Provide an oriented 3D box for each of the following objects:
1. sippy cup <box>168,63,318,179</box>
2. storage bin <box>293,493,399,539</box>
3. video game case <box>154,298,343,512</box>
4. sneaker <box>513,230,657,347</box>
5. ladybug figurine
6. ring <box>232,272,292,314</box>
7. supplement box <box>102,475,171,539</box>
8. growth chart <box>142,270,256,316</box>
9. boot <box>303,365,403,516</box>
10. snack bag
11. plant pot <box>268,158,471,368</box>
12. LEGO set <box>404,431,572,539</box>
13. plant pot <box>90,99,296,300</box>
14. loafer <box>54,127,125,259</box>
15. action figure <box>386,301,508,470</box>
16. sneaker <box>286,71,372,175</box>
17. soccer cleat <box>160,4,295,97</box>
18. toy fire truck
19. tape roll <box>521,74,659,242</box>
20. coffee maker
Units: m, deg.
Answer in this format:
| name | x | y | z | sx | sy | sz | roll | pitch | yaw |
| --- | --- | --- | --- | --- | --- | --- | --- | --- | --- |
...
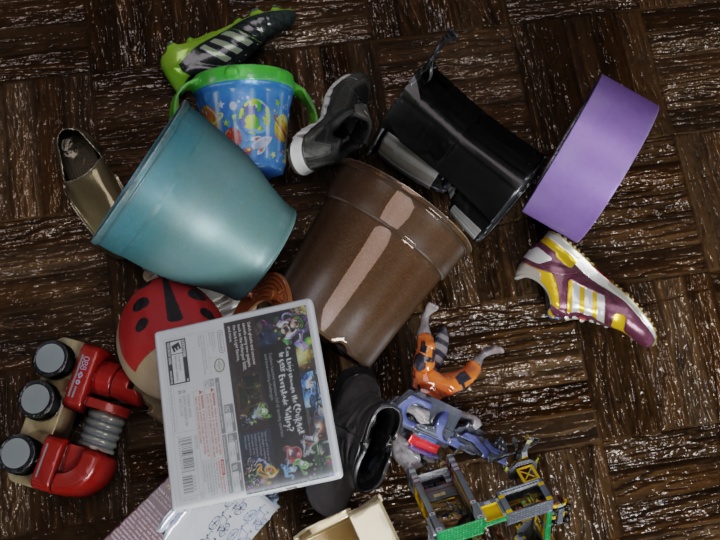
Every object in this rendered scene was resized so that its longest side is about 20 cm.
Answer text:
| name | x | y | z | sx | sy | sz | roll | pitch | yaw |
| --- | --- | --- | --- | --- | --- | --- | --- | --- | --- |
| sippy cup | -0.150 | -0.187 | 1.284 | 0.177 | 0.140 | 0.131 | -5 | 85 | 10 |
| storage bin | 0.013 | 0.367 | 1.094 | 0.093 | 0.199 | 0.201 | -22 | 76 | -14 |
| video game case | -0.123 | 0.142 | 1.054 | 0.181 | 0.023 | 0.201 | -13 | 66 | 3 |
| sneaker | 0.292 | 0.043 | 1.278 | 0.200 | 0.075 | 0.090 | 44 | 93 | 8 |
| ladybug figurine | -0.224 | 0.071 | 1.172 | 0.135 | 0.072 | 0.200 | -11 | 40 | -20 |
| ring | -0.136 | 0.097 | 1.168 | 0.019 | 0.200 | 0.202 | 19 | 71 | -27 |
| supplement box | -0.256 | 0.320 | 1.136 | 0.061 | 0.109 | 0.200 | 43 | 77 | 10 |
| growth chart | -0.217 | -0.012 | 1.281 | 0.144 | 0.018 | 0.201 | -14 | 75 | -7 |
| boot | -0.013 | 0.221 | 1.133 | 0.069 | 0.132 | 0.201 | 6 | 108 | -17 |
| snack bag | -0.128 | 0.245 | 1.126 | 0.021 | 0.189 | 0.200 | 33 | 75 | 28 |
| plant pot | 0.000 | 0.000 | 1.210 | 0.200 | 0.200 | 0.199 | 35 | 82 | 6 |
| LEGO set | 0.136 | 0.281 | 1.166 | 0.199 | 0.154 | 0.116 | -20 | 42 | -6 |
| plant pot | -0.188 | -0.066 | 1.175 | 0.188 | 0.200 | 0.201 | 35 | 74 | -16 |
| loafer | -0.345 | -0.102 | 1.269 | 0.076 | 0.067 | 0.200 | -34 | 75 | -3 |
| action figure | 0.104 | 0.167 | 1.226 | 0.200 | 0.104 | 0.194 | 36 | 74 | -28 |
| sneaker | -0.015 | -0.196 | 1.287 | 0.090 | 0.067 | 0.200 | -3 | 39 | 34 |
| soccer cleat | -0.175 | -0.301 | 1.349 | 0.199 | 0.068 | 0.081 | -24 | 92 | -8 |
| toy fire truck | -0.298 | 0.192 | 1.177 | 0.199 | 0.129 | 0.177 | 13 | 73 | 11 |
| tape roll | 0.292 | -0.142 | 1.257 | 0.085 | 0.200 | 0.201 | 29 | 74 | 5 |
| coffee maker | 0.132 | -0.161 | 1.257 | 0.200 | 0.192 | 0.135 | 38 | 59 | 6 |
